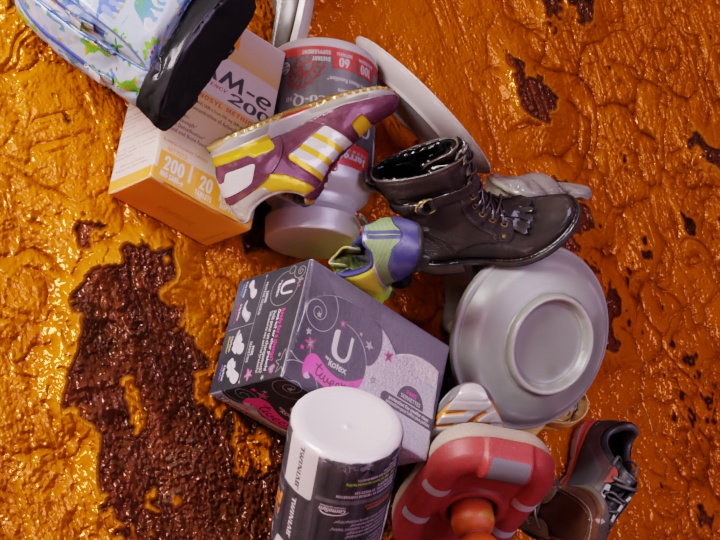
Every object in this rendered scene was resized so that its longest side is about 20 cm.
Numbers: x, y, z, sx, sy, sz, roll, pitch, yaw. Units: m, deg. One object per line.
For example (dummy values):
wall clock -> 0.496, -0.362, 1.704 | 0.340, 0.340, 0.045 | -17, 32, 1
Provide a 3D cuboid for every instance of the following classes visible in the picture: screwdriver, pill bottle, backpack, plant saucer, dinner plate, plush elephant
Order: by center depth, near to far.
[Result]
backpack -> -0.220, -0.250, 1.526 | 0.164, 0.199, 0.154 | -54, 161, -19
pill bottle -> -0.026, 0.215, 1.561 | 0.106, 0.106, 0.201 | -31, 142, -44
pill bottle -> -0.043, -0.121, 1.693 | 0.115, 0.115, 0.202 | 19, 65, -39
screwdriver -> 0.022, -0.026, 1.721 | 0.200, 0.028, 0.029 | 60, 26, -62
plant saucer -> 0.188, 0.074, 1.769 | 0.199, 0.050, 0.202 | -6, 104, -27
dinner plate -> 0.060, -0.167, 1.779 | 0.024, 0.200, 0.200 | -46, 114, -5
plush elephant -> 0.175, -0.041, 1.850 | 0.164, 0.154, 0.202 | -7, 83, -45

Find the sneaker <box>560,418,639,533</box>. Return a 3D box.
sneaker -> 0.270, 0.252, 1.905 | 0.077, 0.082, 0.201 | 34, 56, -32

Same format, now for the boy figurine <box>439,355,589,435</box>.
boy figurine -> 0.168, 0.144, 1.855 | 0.199, 0.064, 0.125 | 18, 65, -35

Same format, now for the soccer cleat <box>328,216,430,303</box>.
soccer cleat -> 0.000, -0.001, 1.656 | 0.083, 0.200, 0.065 | 6, 66, -20

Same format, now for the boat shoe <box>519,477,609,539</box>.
boat shoe -> 0.191, 0.252, 1.766 | 0.071, 0.200, 0.076 | 9, 90, -22

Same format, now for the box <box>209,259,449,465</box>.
box -> -0.026, 0.098, 1.644 | 0.199, 0.114, 0.133 | 33, 57, -32

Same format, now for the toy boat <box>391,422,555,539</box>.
toy boat -> 0.111, 0.250, 1.666 | 0.129, 0.200, 0.131 | 11, 48, -17

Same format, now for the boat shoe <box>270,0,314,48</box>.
boat shoe -> -0.074, -0.315, 1.762 | 0.060, 0.072, 0.203 | 9, 80, 1

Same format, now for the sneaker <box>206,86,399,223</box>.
sneaker -> -0.046, -0.111, 1.597 | 0.199, 0.075, 0.091 | -22, 99, -20

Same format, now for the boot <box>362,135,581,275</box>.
boot -> 0.115, -0.072, 1.682 | 0.175, 0.198, 0.070 | 66, 10, -53

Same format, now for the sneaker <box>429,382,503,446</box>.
sneaker -> 0.101, 0.165, 1.728 | 0.078, 0.201, 0.078 | 2, 55, -2

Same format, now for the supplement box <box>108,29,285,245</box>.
supplement box -> -0.154, -0.144, 1.623 | 0.126, 0.073, 0.201 | 28, 59, -36
